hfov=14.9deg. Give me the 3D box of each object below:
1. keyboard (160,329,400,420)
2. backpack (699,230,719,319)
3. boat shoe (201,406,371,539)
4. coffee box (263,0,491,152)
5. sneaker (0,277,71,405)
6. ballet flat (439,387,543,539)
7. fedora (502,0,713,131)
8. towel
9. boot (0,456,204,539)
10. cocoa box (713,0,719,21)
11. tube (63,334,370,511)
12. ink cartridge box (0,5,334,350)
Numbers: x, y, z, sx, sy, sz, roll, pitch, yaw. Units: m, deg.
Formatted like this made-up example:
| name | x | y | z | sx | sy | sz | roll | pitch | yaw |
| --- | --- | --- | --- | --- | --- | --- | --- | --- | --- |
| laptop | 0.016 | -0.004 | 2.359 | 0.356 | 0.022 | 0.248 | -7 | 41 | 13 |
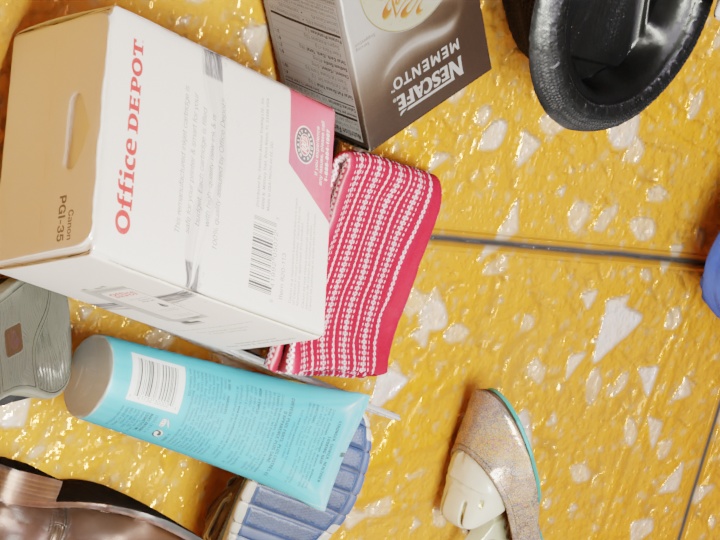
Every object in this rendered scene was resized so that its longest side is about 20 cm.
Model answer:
| name | x | y | z | sx | sy | sz | roll | pitch | yaw |
| --- | --- | --- | --- | --- | --- | --- | --- | --- | --- |
| keyboard | -0.052 | 0.063 | 1.734 | 0.200 | 0.056 | 0.011 | 25 | 88 | -49 |
| backpack | 0.340 | 0.005 | 2.031 | 0.200 | 0.168 | 0.163 | 26 | 86 | -45 |
| boat shoe | -0.065 | 0.158 | 1.750 | 0.072 | 0.072 | 0.200 | 28 | 98 | -25 |
| coffee box | 0.002 | -0.190 | 1.653 | 0.114 | 0.080 | 0.200 | -35 | 130 | -30 |
| sneaker | -0.236 | 0.041 | 1.533 | 0.200 | 0.106 | 0.075 | -13 | 99 | -73 |
| ballet flat | 0.092 | 0.174 | 1.932 | 0.067 | 0.068 | 0.200 | -32 | 128 | -23 |
| fedora | 0.150 | -0.196 | 1.796 | 0.200 | 0.092 | 0.201 | -24 | 128 | -36 |
| towel | 0.000 | 0.000 | 1.725 | 0.200 | 0.022 | 0.145 | 9 | 100 | -73 |
| boot | -0.196 | 0.223 | 1.653 | 0.186 | 0.064 | 0.200 | 22 | 89 | -36 |
| cocoa box | 0.329 | -0.229 | 1.858 | 0.200 | 0.131 | 0.134 | -56 | 166 | -67 |
| tube | -0.083 | 0.087 | 1.654 | 0.200 | 0.050 | 0.078 | 20 | 98 | -36 |
| ink cartridge box | -0.108 | -0.049 | 1.567 | 0.200 | 0.083 | 0.147 | 22 | 66 | -48 |
